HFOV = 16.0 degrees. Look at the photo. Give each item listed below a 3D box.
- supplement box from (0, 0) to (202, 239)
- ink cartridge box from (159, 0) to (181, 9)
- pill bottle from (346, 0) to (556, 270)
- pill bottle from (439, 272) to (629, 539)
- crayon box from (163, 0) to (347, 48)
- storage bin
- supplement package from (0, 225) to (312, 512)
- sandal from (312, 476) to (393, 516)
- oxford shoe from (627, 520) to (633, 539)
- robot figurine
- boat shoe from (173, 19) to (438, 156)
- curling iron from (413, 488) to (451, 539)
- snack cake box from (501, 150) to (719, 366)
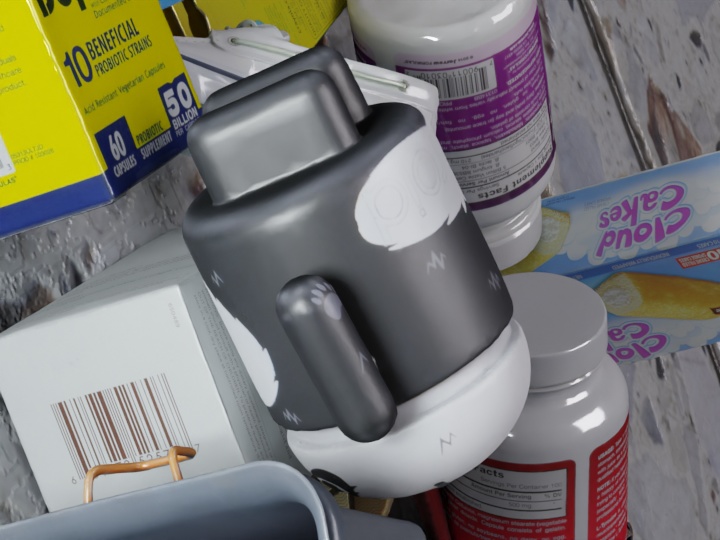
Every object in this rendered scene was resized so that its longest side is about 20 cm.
[{"bbox_3d":[-0.169,-0.124,1.165,0.201,0.109,0.109,68,27,-11],"label":"supplement box"},{"bbox_3d":[-0.121,-0.238,1.226,0.116,0.067,0.201,42,-29,51],"label":"ink cartridge box"},{"bbox_3d":[0.060,-0.097,1.547,0.113,0.112,0.201,-76,161,-45],"label":"pill bottle"},{"bbox_3d":[0.099,0.107,1.477,0.112,0.112,0.201,-63,155,-54],"label":"pill bottle"},{"bbox_3d":[-0.079,-0.163,1.421,0.127,0.051,0.200,65,27,-18],"label":"crayon box"},{"bbox_3d":[-0.064,0.153,1.115,0.134,0.199,0.146,13,64,-61],"label":"storage bin"},{"bbox_3d":[-0.071,0.044,1.253,0.200,0.117,0.118,-37,108,-61],"label":"supplement package"},{"bbox_3d":[-0.019,0.063,1.395,0.054,0.080,0.201,35,41,-63],"label":"sandal"},{"bbox_3d":[0.138,0.154,1.640,0.071,0.073,0.201,-15,89,-63],"label":"oxford shoe"},{"bbox_3d":[-0.005,0.005,1.142,0.150,0.125,0.201,-38,109,-36],"label":"robot figurine"},{"bbox_3d":[-0.055,-0.093,1.318,0.199,0.074,0.067,19,67,-12],"label":"boat shoe"},{"bbox_3d":[0.024,0.105,1.439,0.049,0.026,0.201,-25,117,-38],"label":"curling iron"},{"bbox_3d":[0.165,0.003,1.633,0.115,0.199,0.067,46,39,-43],"label":"snack cake box"}]
